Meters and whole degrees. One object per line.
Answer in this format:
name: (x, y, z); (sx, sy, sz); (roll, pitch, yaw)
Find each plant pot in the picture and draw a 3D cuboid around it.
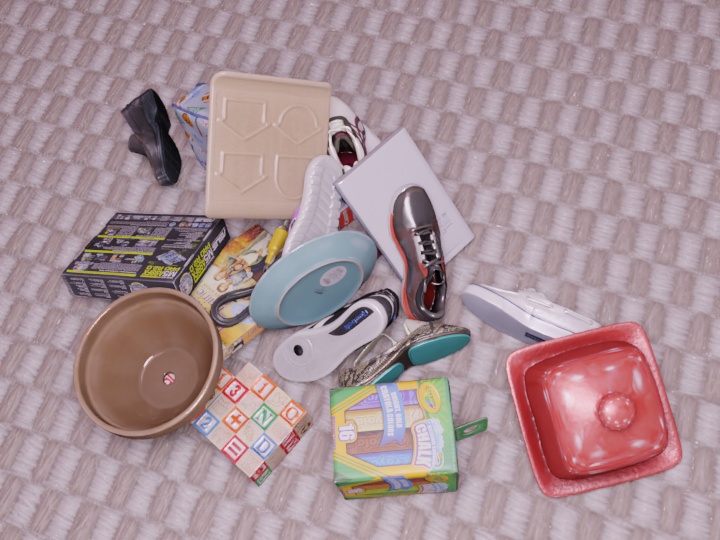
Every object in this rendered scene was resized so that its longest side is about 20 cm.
plant pot: (-0.272, 0.133, 1.101); (0.199, 0.093, 0.202); (-4, 64, 8)

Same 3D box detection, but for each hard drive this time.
hard drive: (0.067, -0.087, 1.198); (0.132, 0.025, 0.201); (-41, 111, -14)

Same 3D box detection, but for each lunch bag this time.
lunch bag: (-0.201, -0.199, 1.272); (0.075, 0.161, 0.199); (-41, 45, -20)

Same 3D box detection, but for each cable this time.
cable: (-0.128, 0.020, 1.183); (0.097, 0.050, 0.200); (43, 69, -6)

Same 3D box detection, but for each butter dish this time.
butter dish: (0.303, 0.174, 1.030); (0.198, 0.148, 0.202); (-14, 82, 0)

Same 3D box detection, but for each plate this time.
plate: (-0.059, 0.024, 1.133); (0.199, 0.201, 0.026); (-29, 60, -8)

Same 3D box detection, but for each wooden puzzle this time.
wooden puzzle: (-0.134, -0.173, 1.168); (0.184, 0.202, 0.046); (-1, 15, -31)

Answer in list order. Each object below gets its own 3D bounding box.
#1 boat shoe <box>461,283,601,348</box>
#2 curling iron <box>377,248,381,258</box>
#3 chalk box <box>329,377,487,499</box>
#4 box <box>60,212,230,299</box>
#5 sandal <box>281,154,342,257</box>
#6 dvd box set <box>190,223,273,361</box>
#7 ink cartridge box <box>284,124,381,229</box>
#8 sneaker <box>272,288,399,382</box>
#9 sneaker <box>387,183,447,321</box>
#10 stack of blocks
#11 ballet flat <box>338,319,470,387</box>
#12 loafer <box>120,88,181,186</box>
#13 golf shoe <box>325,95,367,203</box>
boat shoe: (0.241, 0.061, 1.160); (0.199, 0.074, 0.066); (28, 66, 7)
curling iron: (0.000, 0.000, 1.230); (0.199, 0.026, 0.050); (-35, 27, -11)
chalk box: (0.067, 0.220, 1.066); (0.198, 0.125, 0.125); (-5, 63, 6)
box: (-0.316, -0.022, 1.222); (0.198, 0.045, 0.161); (3, 40, 21)
sandal: (-0.072, -0.064, 1.172); (0.050, 0.082, 0.204); (4, 73, 49)
dvd box set: (-0.177, 0.027, 1.209); (0.146, 0.030, 0.200); (37, 57, 25)
ink cartridge box: (-0.038, -0.130, 1.292); (0.199, 0.050, 0.109); (-36, 66, -10)
sneaker: (-0.025, 0.092, 1.175); (0.199, 0.112, 0.073); (-29, 89, 28)
sneaker: (0.095, -0.023, 1.158); (0.076, 0.082, 0.202); (-14, 101, -21)
stack of blocks: (-0.178, 0.188, 1.147); (0.199, 0.059, 0.115); (36, 73, 21)
ballet flat: (0.055, 0.113, 1.156); (0.199, 0.068, 0.076); (-30, 55, -4)
loafer: (-0.348, -0.211, 1.362); (0.072, 0.073, 0.201); (-24, 54, 4)
golf shoe: (-0.025, -0.202, 1.249); (0.077, 0.088, 0.201); (-21, 63, -2)
